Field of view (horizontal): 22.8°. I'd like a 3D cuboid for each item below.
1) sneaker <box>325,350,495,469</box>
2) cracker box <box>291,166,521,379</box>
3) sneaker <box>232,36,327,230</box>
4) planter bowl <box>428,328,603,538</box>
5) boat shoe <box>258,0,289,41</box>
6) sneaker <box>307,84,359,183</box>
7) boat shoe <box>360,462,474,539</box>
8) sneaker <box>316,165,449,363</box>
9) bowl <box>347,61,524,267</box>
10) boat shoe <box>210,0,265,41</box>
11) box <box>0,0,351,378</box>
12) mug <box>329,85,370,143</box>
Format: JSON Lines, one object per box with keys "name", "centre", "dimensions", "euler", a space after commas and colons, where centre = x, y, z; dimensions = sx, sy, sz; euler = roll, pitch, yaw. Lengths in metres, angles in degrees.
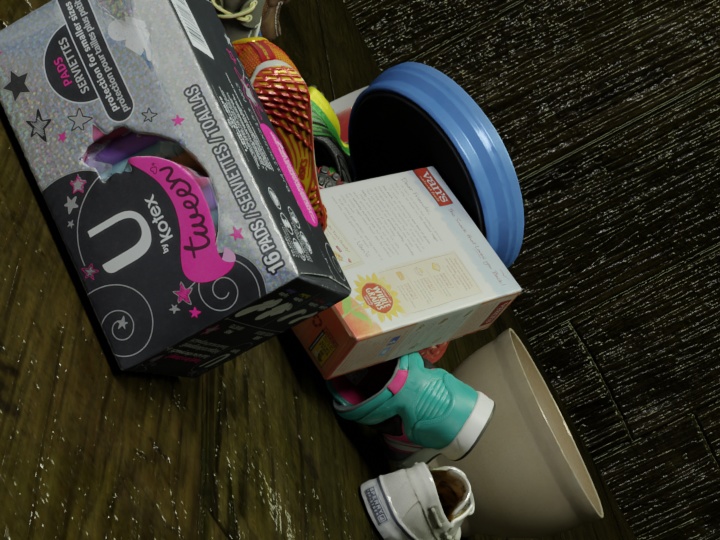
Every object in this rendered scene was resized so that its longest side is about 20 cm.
{"name": "sneaker", "centre": [0.024, 0.107, 1.473], "dimensions": [0.120, 0.084, 0.200], "euler": [35, -18, -8]}
{"name": "cracker box", "centre": [0.017, -0.002, 1.411], "dimensions": [0.199, 0.058, 0.134], "euler": [-14, 62, -44]}
{"name": "sneaker", "centre": [-0.065, -0.074, 1.287], "dimensions": [0.077, 0.072, 0.202], "euler": [-121, -150, -52]}
{"name": "planter bowl", "centre": [0.132, 0.176, 1.726], "dimensions": [0.201, 0.134, 0.200], "euler": [60, 8, -14]}
{"name": "boat shoe", "centre": [-0.076, -0.264, 1.547], "dimensions": [0.200, 0.072, 0.073], "euler": [86, -9, -64]}
{"name": "sneaker", "centre": [-0.028, -0.078, 1.641], "dimensions": [0.200, 0.078, 0.086], "euler": [46, 29, -37]}
{"name": "boat shoe", "centre": [0.061, 0.192, 1.447], "dimensions": [0.071, 0.069, 0.200], "euler": [66, 9, 24]}
{"name": "sneaker", "centre": [0.000, 0.000, 1.514], "dimensions": [0.200, 0.078, 0.082], "euler": [48, -35, 4]}
{"name": "bowl", "centre": [0.060, -0.078, 1.538], "dimensions": [0.200, 0.039, 0.202], "euler": [41, -33, 34]}
{"name": "boat shoe", "centre": [-0.107, -0.237, 1.447], "dimensions": [0.060, 0.071, 0.204], "euler": [-109, -151, -65]}
{"name": "box", "centre": [-0.108, -0.053, 0.996], "dimensions": [0.201, 0.114, 0.132], "euler": [63, 9, 10]}
{"name": "mug", "centre": [0.017, -0.085, 1.880], "dimensions": [0.178, 0.132, 0.201], "euler": [-72, 138, -77]}
